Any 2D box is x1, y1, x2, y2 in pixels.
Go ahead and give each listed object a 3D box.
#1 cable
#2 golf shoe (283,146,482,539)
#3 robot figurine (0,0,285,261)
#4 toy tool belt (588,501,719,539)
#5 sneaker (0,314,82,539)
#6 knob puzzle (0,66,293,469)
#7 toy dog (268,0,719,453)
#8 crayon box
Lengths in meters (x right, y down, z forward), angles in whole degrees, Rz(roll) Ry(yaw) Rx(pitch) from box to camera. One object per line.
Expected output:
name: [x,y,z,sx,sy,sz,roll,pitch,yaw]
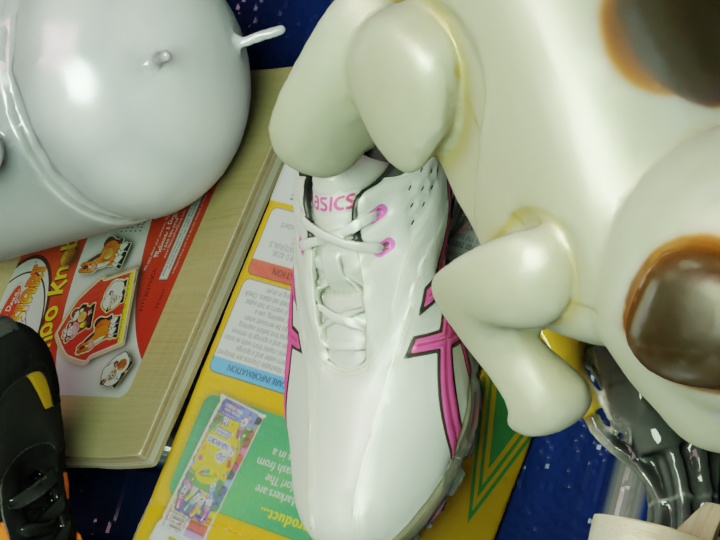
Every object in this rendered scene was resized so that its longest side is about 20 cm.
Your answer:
cable: [0.104,0.066,0.925,0.050,0.097,0.201,-25,74,58]
golf shoe: [0.000,0.000,0.928,0.072,0.092,0.201,-3,70,32]
robot figurine: [-0.124,-0.068,1.053,0.199,0.170,0.113,-14,107,39]
toy tool belt: [0.110,0.127,0.793,0.122,0.200,0.125,3,50,24]
sneaker: [-0.120,0.110,0.996,0.090,0.070,0.201,27,128,25]
knob puzzle: [-0.114,0.004,1.102,0.219,0.030,0.221,-26,44,29]
toy dog: [0.096,-0.034,0.806,0.200,0.139,0.194,54,133,32]
crayon box: [0.002,0.047,0.996,0.125,0.052,0.201,15,79,37]
